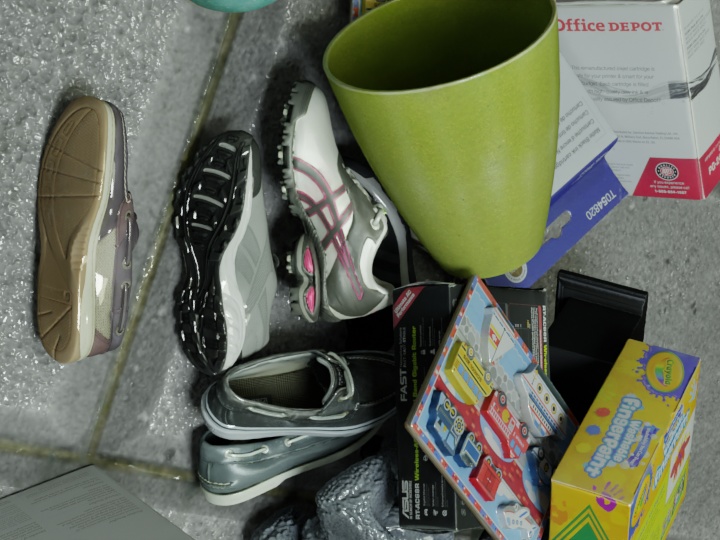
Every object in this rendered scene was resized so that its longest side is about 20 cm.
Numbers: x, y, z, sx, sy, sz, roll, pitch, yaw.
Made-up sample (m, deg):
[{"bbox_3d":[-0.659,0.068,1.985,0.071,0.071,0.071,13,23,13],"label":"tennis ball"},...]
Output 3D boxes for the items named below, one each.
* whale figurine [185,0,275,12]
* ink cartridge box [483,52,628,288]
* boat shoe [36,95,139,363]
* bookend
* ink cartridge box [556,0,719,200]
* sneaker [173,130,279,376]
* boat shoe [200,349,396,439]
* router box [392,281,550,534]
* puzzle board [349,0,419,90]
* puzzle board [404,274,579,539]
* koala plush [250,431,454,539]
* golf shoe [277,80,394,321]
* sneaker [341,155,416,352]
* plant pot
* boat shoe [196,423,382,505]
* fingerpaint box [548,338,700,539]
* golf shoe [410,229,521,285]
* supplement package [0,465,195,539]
[{"bbox_3d":[-0.088,-0.294,1.064,0.158,0.103,0.202,-1,104,-39],"label":"whale figurine"},{"bbox_3d":[0.145,-0.101,1.297,0.199,0.041,0.201,-41,100,-28],"label":"ink cartridge box"},{"bbox_3d":[-0.201,-0.031,1.079,0.065,0.071,0.202,-5,104,-51],"label":"boat shoe"},{"bbox_3d":[0.187,0.142,1.325,0.200,0.091,0.200,-49,146,-47],"label":"bookend"},{"bbox_3d":[0.262,-0.177,1.354,0.083,0.144,0.202,-42,128,-42],"label":"ink cartridge box"},{"bbox_3d":[-0.104,-0.018,1.166,0.079,0.074,0.202,-17,119,-47],"label":"sneaker"},{"bbox_3d":[-0.034,0.103,1.202,0.198,0.071,0.073,-10,70,-28],"label":"boat shoe"},{"bbox_3d":[0.096,0.112,1.189,0.149,0.062,0.202,5,82,-50],"label":"router box"},{"bbox_3d":[0.083,-0.217,1.232,0.198,0.017,0.152,1,94,-25],"label":"puzzle board"},{"bbox_3d":[0.115,0.125,1.148,0.200,0.017,0.151,53,49,-34],"label":"puzzle board"},{"bbox_3d":[0.038,0.220,1.283,0.184,0.177,0.200,44,46,-7],"label":"koala plush"},{"bbox_3d":[-0.021,-0.058,1.175,0.087,0.077,0.202,-4,105,6],"label":"golf shoe"},{"bbox_3d":[0.000,0.000,1.249,0.083,0.071,0.201,-33,122,-26],"label":"sneaker"},{"bbox_3d":[0.084,-0.102,1.148,0.187,0.186,0.201,-35,126,-26],"label":"plant pot"},{"bbox_3d":[-0.055,0.133,1.245,0.199,0.073,0.062,-26,123,-25],"label":"boat shoe"},{"bbox_3d":[0.226,0.187,1.233,0.200,0.073,0.168,-50,146,-45],"label":"fingerpaint box"},{"bbox_3d":[0.107,-0.023,1.321,0.077,0.088,0.200,-49,127,-15],"label":"golf shoe"},{"bbox_3d":[-0.210,0.269,1.071,0.151,0.199,0.152,-18,114,-34],"label":"supplement package"}]
